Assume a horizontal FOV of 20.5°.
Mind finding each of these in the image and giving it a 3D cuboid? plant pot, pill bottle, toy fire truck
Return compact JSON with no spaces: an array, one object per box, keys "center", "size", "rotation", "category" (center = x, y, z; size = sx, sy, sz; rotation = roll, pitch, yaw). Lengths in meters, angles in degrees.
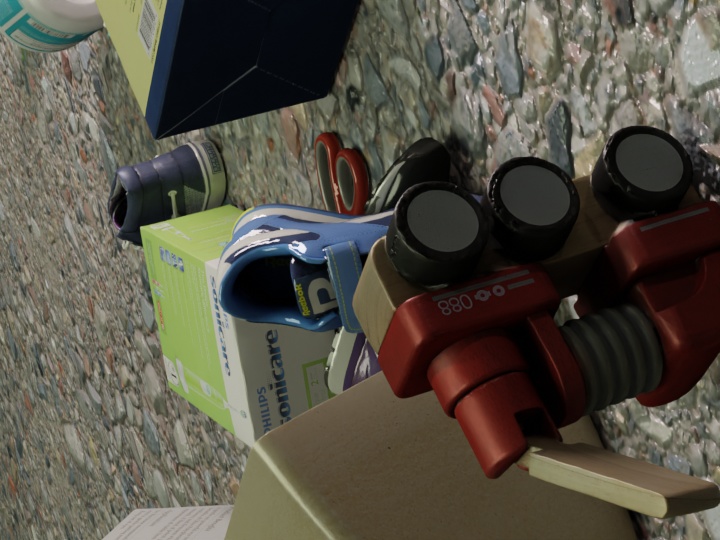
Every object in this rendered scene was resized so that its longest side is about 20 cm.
[{"center":[0.053,0.169,1.185],"size":[0.177,0.200,0.200],"rotation":[52,152,20],"category":"plant pot"},{"center":[-0.276,-0.258,1.801],"size":[0.200,0.111,0.111],"rotation":[-6,99,68],"category":"pill bottle"},{"center":[0.114,0.041,0.934],"size":[0.200,0.176,0.129],"rotation":[64,156,24],"category":"toy fire truck"}]

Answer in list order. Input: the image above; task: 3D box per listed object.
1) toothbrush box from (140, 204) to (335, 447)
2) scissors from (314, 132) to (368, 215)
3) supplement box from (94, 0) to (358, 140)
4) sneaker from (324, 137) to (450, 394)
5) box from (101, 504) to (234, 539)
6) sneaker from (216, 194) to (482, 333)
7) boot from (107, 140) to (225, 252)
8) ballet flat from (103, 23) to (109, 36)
[{"center":[-0.095,0.041,1.589],"size":[0.200,0.086,0.146],"rotation":[-154,52,-64],"category":"toothbrush box"},{"center":[0.000,0.000,1.426],"size":[0.073,0.014,0.200],"rotation":[18,122,62],"category":"scissors"},{"center":[-0.102,-0.234,1.343],"size":[0.200,0.134,0.200],"rotation":[65,157,22],"category":"supplement box"},{"center":[0.045,0.011,1.270],"size":[0.087,0.076,0.200],"rotation":[28,128,21],"category":"sneaker"},{"center":[-0.136,0.320,1.661],"size":[0.199,0.171,0.200],"rotation":[-41,-58,-65],"category":"box"},{"center":[0.004,0.002,1.193],"size":[0.082,0.200,0.074],"rotation":[-52,-47,-60],"category":"sneaker"},{"center":[-0.179,-0.041,1.735],"size":[0.073,0.090,0.200],"rotation":[63,156,26],"category":"boot"},{"center":[-0.144,-0.202,1.591],"size":[0.200,0.069,0.070],"rotation":[25,128,58],"category":"ballet flat"}]
